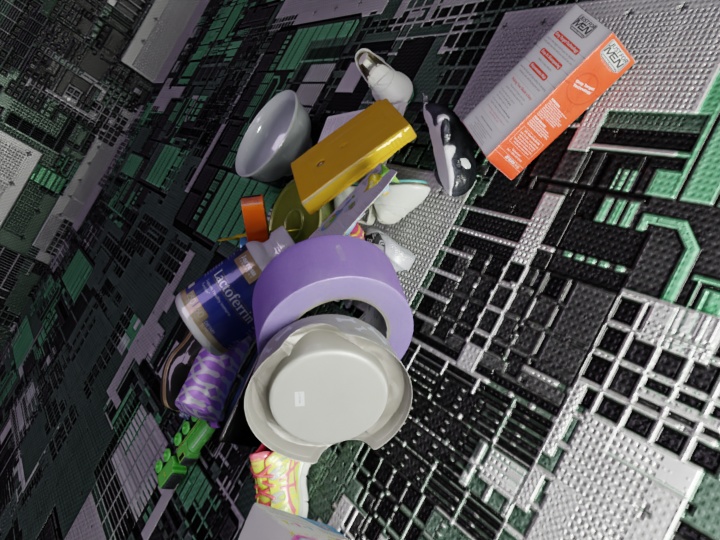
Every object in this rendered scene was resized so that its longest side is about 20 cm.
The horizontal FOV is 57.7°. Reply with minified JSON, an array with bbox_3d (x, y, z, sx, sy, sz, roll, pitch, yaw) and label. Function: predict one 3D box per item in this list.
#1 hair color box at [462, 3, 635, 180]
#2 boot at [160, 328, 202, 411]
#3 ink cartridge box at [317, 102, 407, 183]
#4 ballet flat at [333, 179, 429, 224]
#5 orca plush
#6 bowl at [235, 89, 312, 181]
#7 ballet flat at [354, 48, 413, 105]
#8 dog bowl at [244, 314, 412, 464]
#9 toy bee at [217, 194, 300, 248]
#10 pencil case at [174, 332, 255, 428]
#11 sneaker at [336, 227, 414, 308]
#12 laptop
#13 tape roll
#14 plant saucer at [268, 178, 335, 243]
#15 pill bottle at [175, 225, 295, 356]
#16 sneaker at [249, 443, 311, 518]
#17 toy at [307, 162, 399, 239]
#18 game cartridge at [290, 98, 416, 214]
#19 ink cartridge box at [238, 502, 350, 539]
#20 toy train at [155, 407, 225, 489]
[{"bbox_3d":[0.231,-0.224,0.828,0.200,0.061,0.102,-45,36,22],"label":"hair color box"},{"bbox_3d":[-0.283,0.162,1.191,0.137,0.077,0.203,-1,65,46],"label":"boot"},{"bbox_3d":[-0.005,-0.203,1.139,0.198,0.050,0.163,3,67,43],"label":"ink cartridge box"},{"bbox_3d":[0.028,-0.101,0.986,0.198,0.069,0.070,8,71,50],"label":"ballet flat"},{"bbox_3d":[0.140,-0.181,0.936,0.201,0.070,0.107,-103,9,-56],"label":"orca plush"},{"bbox_3d":[-0.161,-0.257,1.331,0.200,0.090,0.204,-33,42,35],"label":"bowl"},{"bbox_3d":[0.032,-0.349,1.175,0.070,0.069,0.201,-48,36,16],"label":"ballet flat"},{"bbox_3d":[-0.039,0.140,0.785,0.200,0.199,0.059,-46,25,18],"label":"dog bowl"},{"bbox_3d":[-0.175,-0.041,1.097,0.109,0.129,0.203,-109,33,-62],"label":"toy bee"},{"bbox_3d":[-0.224,0.152,1.066,0.083,0.085,0.202,-11,50,53],"label":"pencil case"},{"bbox_3d":[0.000,0.000,0.948,0.116,0.075,0.199,-61,29,-3],"label":"sneaker"},{"bbox_3d":[-0.173,0.161,1.014,0.114,0.200,0.190,20,79,21],"label":"laptop"},{"bbox_3d":[-0.037,0.061,0.833,0.200,0.199,0.085,-45,36,19],"label":"tape roll"},{"bbox_3d":[-0.106,-0.077,1.128,0.198,0.031,0.204,-15,69,46],"label":"plant saucer"},{"bbox_3d":[-0.172,0.028,0.999,0.199,0.116,0.116,-37,35,-4],"label":"pill bottle"},{"bbox_3d":[-0.117,0.277,0.871,0.078,0.090,0.203,-19,52,41],"label":"sneaker"},{"bbox_3d":[-0.017,-0.056,0.896,0.201,0.047,0.115,-51,18,5],"label":"toy"},{"bbox_3d":[-0.018,-0.187,1.035,0.198,0.033,0.177,-33,30,7],"label":"game cartridge"},{"bbox_3d":[-0.043,0.353,0.685,0.199,0.128,0.127,6,69,53],"label":"ink cartridge box"},{"bbox_3d":[-0.290,0.296,1.113,0.201,0.041,0.057,-53,44,19],"label":"toy train"}]
